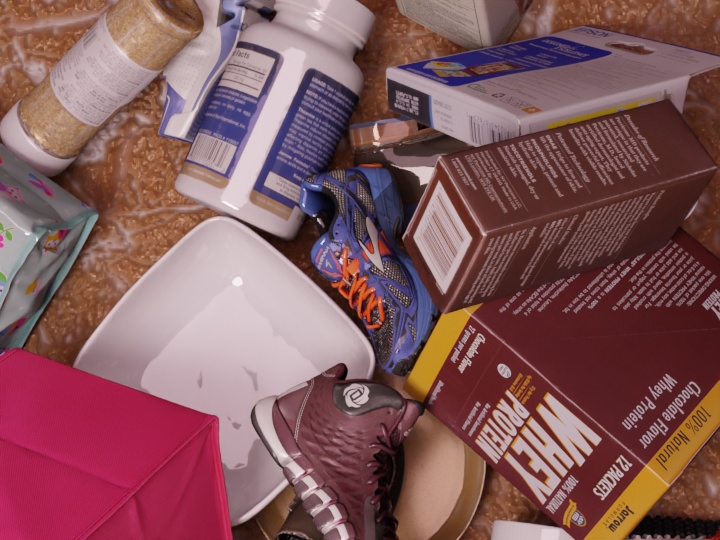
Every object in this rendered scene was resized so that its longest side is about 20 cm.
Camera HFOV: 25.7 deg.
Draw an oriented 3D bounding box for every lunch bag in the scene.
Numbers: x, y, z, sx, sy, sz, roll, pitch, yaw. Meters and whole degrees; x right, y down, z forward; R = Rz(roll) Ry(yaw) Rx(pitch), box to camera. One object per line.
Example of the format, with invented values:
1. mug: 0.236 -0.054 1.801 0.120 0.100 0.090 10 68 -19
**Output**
1. lunch bag: -0.343 -0.007 1.308 0.170 0.122 0.200 37 112 9

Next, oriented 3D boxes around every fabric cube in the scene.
1. fabric cube: -0.227 0.204 1.157 0.199 0.197 0.200 15 36 29

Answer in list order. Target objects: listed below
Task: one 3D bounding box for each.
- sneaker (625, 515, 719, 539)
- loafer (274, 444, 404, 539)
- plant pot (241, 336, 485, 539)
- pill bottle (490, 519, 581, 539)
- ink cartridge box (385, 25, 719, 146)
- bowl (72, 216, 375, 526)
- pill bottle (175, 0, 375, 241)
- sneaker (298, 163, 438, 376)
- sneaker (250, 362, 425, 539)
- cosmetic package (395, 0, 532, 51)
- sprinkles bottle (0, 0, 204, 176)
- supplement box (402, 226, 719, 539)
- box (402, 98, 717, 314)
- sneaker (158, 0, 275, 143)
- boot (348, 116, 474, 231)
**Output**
1. sneaker: 0.289 0.247 1.219 0.199 0.070 0.094 4 98 6
2. loafer: -0.026 0.205 1.228 0.073 0.071 0.201 25 83 11
3. plant pot: 0.003 0.155 1.284 0.199 0.027 0.201 -1 80 6
4. pill bottle: 0.135 0.296 1.198 0.109 0.110 0.201 7 80 8
5. ink cartridge box: 0.152 -0.141 1.227 0.199 0.198 0.047 -13 112 -25
6. bowl: -0.105 0.085 1.260 0.200 0.075 0.200 42 86 13
7. pill bottle: -0.065 -0.134 1.297 0.111 0.111 0.201 24 88 11
8. sneaker: 0.000 0.000 1.226 0.078 0.075 0.200 2 47 -26
9. sneaker: 0.013 0.152 1.156 0.115 0.076 0.200 -34 73 -4
10. cosmetic package: 0.081 -0.257 1.263 0.103 0.200 0.087 31 84 12
11. sprinkles bottle: -0.216 -0.161 1.307 0.200 0.068 0.068 -39 75 29
12. supplement box: 0.179 0.066 1.183 0.200 0.133 0.197 41 54 12
13. box: 0.139 -0.047 1.103 0.199 0.100 0.075 -14 61 -25
14. sneaker: -0.142 -0.209 1.353 0.115 0.081 0.200 19 89 24
15. boot: 0.094 -0.085 1.307 0.199 0.075 0.097 -5 95 9
